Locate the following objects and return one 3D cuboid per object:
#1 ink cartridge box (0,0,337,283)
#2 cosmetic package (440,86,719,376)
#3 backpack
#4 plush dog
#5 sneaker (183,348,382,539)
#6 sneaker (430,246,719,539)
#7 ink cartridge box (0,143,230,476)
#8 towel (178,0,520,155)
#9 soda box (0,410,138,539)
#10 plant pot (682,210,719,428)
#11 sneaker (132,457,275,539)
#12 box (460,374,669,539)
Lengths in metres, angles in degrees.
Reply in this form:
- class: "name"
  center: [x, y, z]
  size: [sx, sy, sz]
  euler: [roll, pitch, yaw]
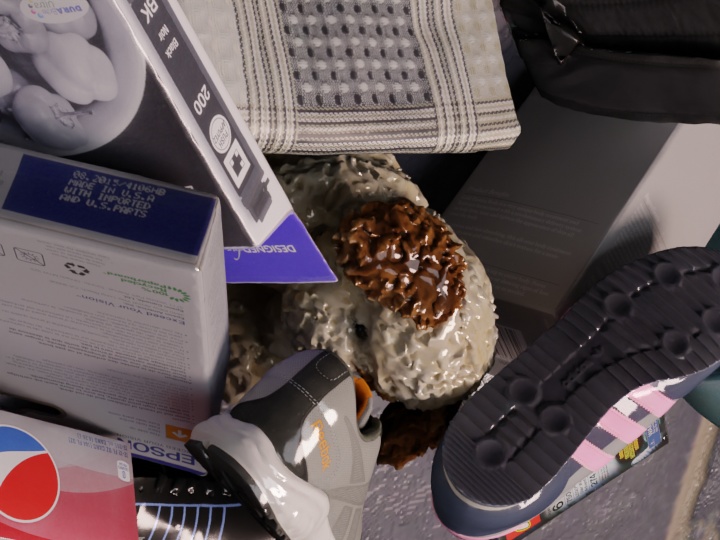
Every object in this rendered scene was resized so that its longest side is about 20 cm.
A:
- class: "ink cartridge box"
  center: [-0.134, -0.051, 0.769]
  size: [0.200, 0.197, 0.043]
  euler: [60, 42, -38]
- class: "cosmetic package"
  center: [0.125, -0.037, 0.981]
  size: [0.200, 0.107, 0.090]
  euler: [-50, 134, -23]
- class: "backpack"
  center: [0.168, -0.151, 0.904]
  size: [0.199, 0.127, 0.168]
  euler: [-6, 117, 14]
- class: "plush dog"
  center: [0.000, 0.000, 0.882]
  size: [0.160, 0.172, 0.200]
  euler: [-36, 147, -15]
- class: "sneaker"
  center: [-0.019, 0.090, 0.847]
  size: [0.079, 0.074, 0.200]
  euler: [-47, 165, -9]
- class: "sneaker"
  center: [0.109, 0.059, 0.889]
  size: [0.200, 0.070, 0.082]
  euler: [-31, 160, -24]
- class: "ink cartridge box"
  center: [-0.154, 0.010, 0.783]
  size: [0.200, 0.199, 0.041]
  euler: [98, 7, -60]
- class: "towel"
  center: [-0.013, -0.151, 0.833]
  size: [0.192, 0.034, 0.201]
  euler: [-2, 80, -34]
- class: "soda box"
  center: [-0.191, 0.094, 0.775]
  size: [0.200, 0.064, 0.070]
  euler: [20, 139, -41]
- class: "plant pot"
  center: [0.237, 0.014, 1.046]
  size: [0.134, 0.200, 0.201]
  euler: [-1, 116, -44]
- class: "sneaker"
  center: [-0.099, 0.121, 0.926]
  size: [0.199, 0.070, 0.078]
  euler: [-18, 129, -26]
- class: "box"
  center: [0.111, 0.059, 1.104]
  size: [0.137, 0.040, 0.201]
  euler: [-30, 129, -16]
